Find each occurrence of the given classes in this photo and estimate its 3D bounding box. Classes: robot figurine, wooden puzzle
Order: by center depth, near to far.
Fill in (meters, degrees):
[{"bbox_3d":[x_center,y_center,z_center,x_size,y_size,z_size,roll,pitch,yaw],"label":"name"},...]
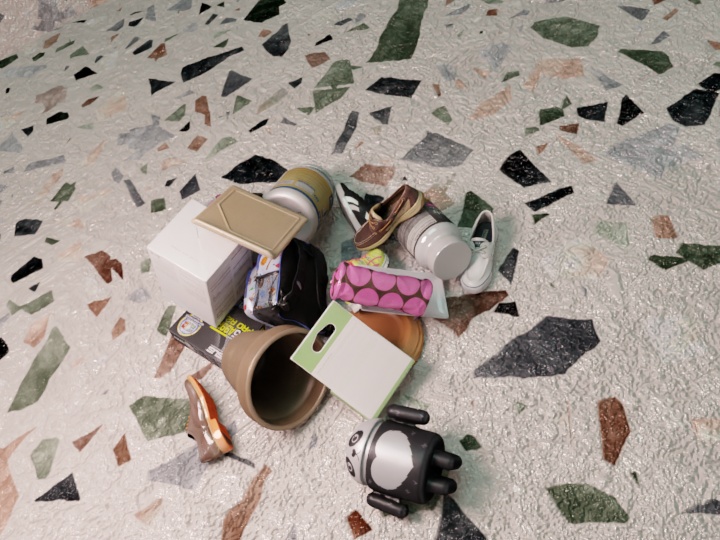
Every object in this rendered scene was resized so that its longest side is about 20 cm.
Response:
[{"bbox_3d":[0.071,0.329,1.184,0.199,0.126,0.151,10,42,24],"label":"robot figurine"},{"bbox_3d":[-0.223,-0.097,1.398,0.184,0.037,0.200,24,32,6],"label":"wooden puzzle"}]

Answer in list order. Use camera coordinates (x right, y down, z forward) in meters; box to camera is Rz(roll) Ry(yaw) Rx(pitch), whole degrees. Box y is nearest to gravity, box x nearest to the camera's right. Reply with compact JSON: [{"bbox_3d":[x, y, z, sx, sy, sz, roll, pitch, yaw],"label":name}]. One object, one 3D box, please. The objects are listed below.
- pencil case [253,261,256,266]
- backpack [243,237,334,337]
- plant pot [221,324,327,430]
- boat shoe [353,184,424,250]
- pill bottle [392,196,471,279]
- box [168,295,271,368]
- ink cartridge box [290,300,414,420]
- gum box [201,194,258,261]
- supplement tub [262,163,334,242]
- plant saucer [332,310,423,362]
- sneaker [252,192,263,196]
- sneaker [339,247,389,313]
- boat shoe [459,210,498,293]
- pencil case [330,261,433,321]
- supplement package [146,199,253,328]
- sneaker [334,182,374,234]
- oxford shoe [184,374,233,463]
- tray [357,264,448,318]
[{"bbox_3d":[-0.227,-0.016,1.599,0.198,0.084,0.086,3,13,20],"label":"pencil case"},{"bbox_3d":[-0.149,0.033,1.447,0.153,0.200,0.192,-5,67,31],"label":"backpack"},{"bbox_3d":[-0.187,0.192,1.356,0.174,0.201,0.200,15,55,47],"label":"plant pot"},{"bbox_3d":[0.046,-0.118,1.484,0.200,0.072,0.073,-35,47,31],"label":"boat shoe"},{"bbox_3d":[0.151,-0.073,1.492,0.116,0.117,0.200,-29,42,-8],"label":"pill bottle"},{"bbox_3d":[-0.306,0.125,1.529,0.199,0.044,0.160,24,60,32],"label":"box"},{"bbox_3d":[-0.015,0.176,1.317,0.199,0.048,0.146,36,74,3],"label":"ink cartridge box"},{"bbox_3d":[-0.270,-0.097,1.556,0.199,0.114,0.066,16,40,35],"label":"gum box"},{"bbox_3d":[-0.146,-0.161,1.624,0.143,0.146,0.200,0,30,17],"label":"supplement tub"},{"bbox_3d":[0.031,0.141,1.416,0.198,0.038,0.201,-9,49,11],"label":"plant saucer"},{"bbox_3d":[-0.266,-0.132,1.718,0.090,0.076,0.201,-15,50,-5],"label":"sneaker"},{"bbox_3d":[0.000,0.000,1.474,0.078,0.090,0.200,-44,12,33],"label":"sneaker"},{"bbox_3d":[0.254,-0.044,1.481,0.073,0.066,0.201,2,52,18],"label":"boat shoe"},{"bbox_3d":[0.037,0.038,1.342,0.198,0.091,0.094,14,10,-17],"label":"pencil case"},{"bbox_3d":[-0.334,-0.012,1.465,0.151,0.201,0.151,29,60,13],"label":"supplement package"},{"bbox_3d":[0.020,-0.146,1.642,0.111,0.073,0.201,-23,58,-7],"label":"sneaker"},{"bbox_3d":[-0.327,0.295,1.378,0.073,0.071,0.200,-33,49,-5],"label":"oxford shoe"},{"bbox_3d":[0.085,0.048,1.422,0.198,0.022,0.108,7,59,-21],"label":"tray"}]
